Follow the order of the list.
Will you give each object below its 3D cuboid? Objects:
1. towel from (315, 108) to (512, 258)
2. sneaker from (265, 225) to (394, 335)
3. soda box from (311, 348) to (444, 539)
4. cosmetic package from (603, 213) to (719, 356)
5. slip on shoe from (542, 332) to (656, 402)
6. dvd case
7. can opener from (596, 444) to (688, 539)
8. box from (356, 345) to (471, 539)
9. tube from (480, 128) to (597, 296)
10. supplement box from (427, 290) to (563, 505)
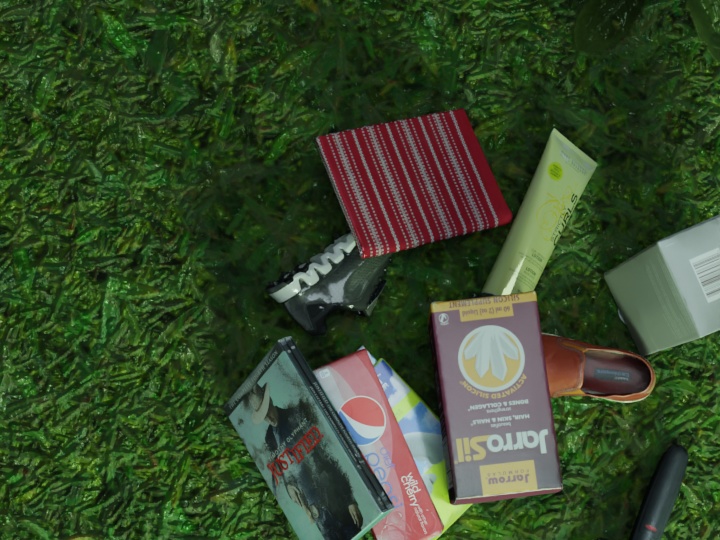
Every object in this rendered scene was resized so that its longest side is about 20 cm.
[{"bbox_3d":[0.059,-0.095,1.339,0.199,0.022,0.145,-14,73,-30],"label":"towel"},{"bbox_3d":[0.000,0.000,1.346,0.200,0.066,0.091,-35,100,-16],"label":"sneaker"},{"bbox_3d":[0.013,0.184,1.266,0.070,0.063,0.201,-23,82,-6],"label":"soda box"},{"bbox_3d":[0.331,0.019,1.293,0.090,0.200,0.107,-23,85,-5],"label":"cosmetic package"},{"bbox_3d":[0.221,0.105,1.341,0.199,0.061,0.074,7,82,-1],"label":"slip on shoe"},{"bbox_3d":[-0.057,0.186,1.261,0.022,0.146,0.200,-16,68,-40],"label":"dvd case"},{"bbox_3d":[0.297,0.275,1.315,0.078,0.063,0.200,29,80,2],"label":"can opener"},{"bbox_3d":[0.031,0.189,1.322,0.122,0.048,0.200,-42,86,-9],"label":"box"},{"bbox_3d":[0.195,-0.052,1.371,0.052,0.058,0.201,23,77,18],"label":"tube"},{"bbox_3d":[0.134,0.131,1.272,0.110,0.086,0.201,-7,77,0],"label":"supplement box"}]
